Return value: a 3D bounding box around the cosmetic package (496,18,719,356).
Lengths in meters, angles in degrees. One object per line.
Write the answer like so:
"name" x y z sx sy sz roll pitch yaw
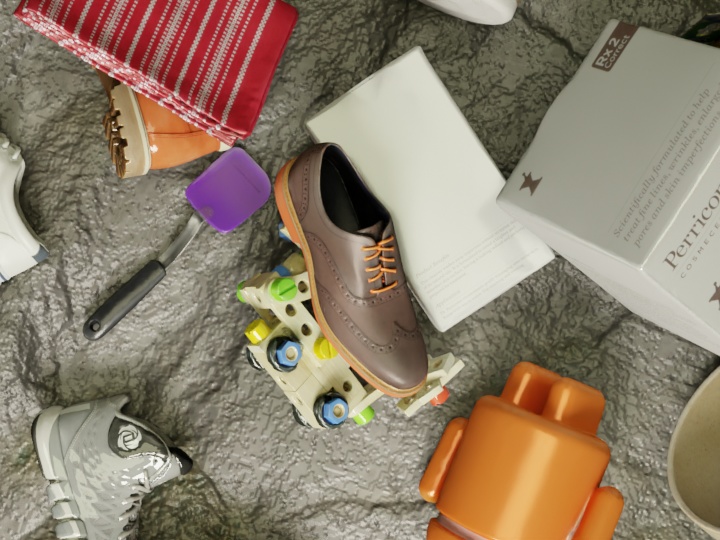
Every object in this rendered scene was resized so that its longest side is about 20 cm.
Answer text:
"cosmetic package" 0.244 -0.051 0.990 0.200 0.165 0.165 32 90 -38

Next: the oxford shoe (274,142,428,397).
"oxford shoe" 0.000 0.000 1.002 0.071 0.072 0.201 -27 89 -29

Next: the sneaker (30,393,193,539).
"sneaker" -0.183 0.193 1.075 0.115 0.075 0.201 -17 88 -2

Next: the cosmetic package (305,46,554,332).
"cosmetic package" 0.053 -0.063 1.076 0.112 0.081 0.201 -32 87 -1

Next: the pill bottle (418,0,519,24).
"pill bottle" 0.103 -0.307 1.065 0.110 0.111 0.201 21 89 1

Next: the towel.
"towel" -0.152 -0.201 1.056 0.199 0.022 0.145 30 60 -16

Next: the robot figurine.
"robot figurine" 0.123 0.176 1.050 0.143 0.117 0.201 22 89 1

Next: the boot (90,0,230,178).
"boot" -0.165 -0.179 1.093 0.107 0.075 0.201 -12 83 -19

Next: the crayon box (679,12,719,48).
"crayon box" 0.356 -0.174 1.053 0.198 0.126 0.052 -5 89 1

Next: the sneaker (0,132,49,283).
"sneaker" -0.309 -0.090 1.090 0.070 0.073 0.201 -20 98 -9

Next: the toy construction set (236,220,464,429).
"toy construction set" -0.018 0.049 1.075 0.200 0.092 0.131 46 64 -6

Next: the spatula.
"spatula" -0.154 -0.016 1.104 0.057 0.021 0.200 44 92 14

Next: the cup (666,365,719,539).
"cup" 0.357 0.158 1.029 0.200 0.200 0.143 -44 116 -1
